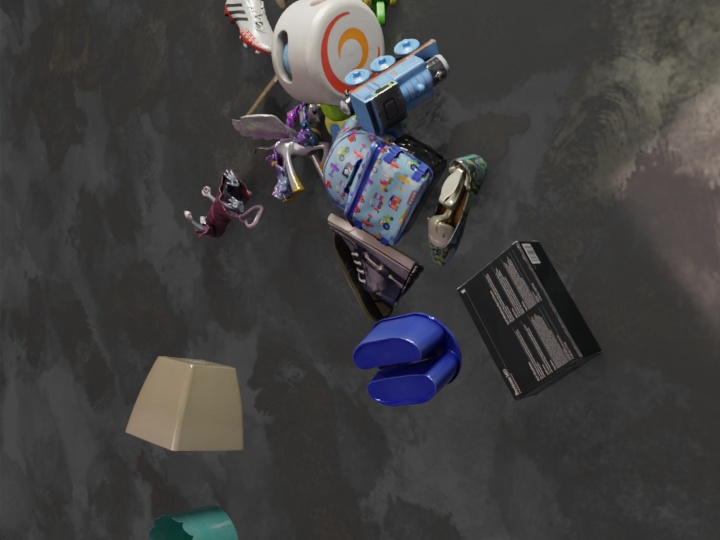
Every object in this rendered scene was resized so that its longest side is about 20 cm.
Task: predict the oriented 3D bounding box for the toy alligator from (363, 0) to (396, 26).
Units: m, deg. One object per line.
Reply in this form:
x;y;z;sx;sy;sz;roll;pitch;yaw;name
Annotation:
0.033;-0.539;1.464;0.054;0.058;0.205;-171;79;-83;toy alligator

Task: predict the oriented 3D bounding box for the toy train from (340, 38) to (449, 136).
0.062;-0.311;1.358;0.114;0.198;0.088;42;161;46;toy train

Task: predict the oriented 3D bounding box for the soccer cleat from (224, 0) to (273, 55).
-0.224;-0.527;1.699;0.201;0.068;0.086;55;130;32;soccer cleat

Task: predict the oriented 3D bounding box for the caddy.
0.083;0.152;1.419;0.198;0.105;0.144;-14;105;42;caddy

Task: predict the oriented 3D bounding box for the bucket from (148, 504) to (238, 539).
-0.381;0.647;1.866;0.205;0.133;0.212;3;94;44;bucket

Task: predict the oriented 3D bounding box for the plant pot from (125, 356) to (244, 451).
-0.380;0.293;1.818;0.198;0.198;0.181;6;86;43;plant pot

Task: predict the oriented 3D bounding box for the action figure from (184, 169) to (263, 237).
-0.302;-0.128;1.798;0.147;0.135;0.200;32;138;-9;action figure

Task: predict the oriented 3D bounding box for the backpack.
0.023;-0.164;1.395;0.198;0.135;0.184;35;119;7;backpack

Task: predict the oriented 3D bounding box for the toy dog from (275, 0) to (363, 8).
-0.087;-0.558;1.473;0.140;0.198;0.196;45;121;31;toy dog

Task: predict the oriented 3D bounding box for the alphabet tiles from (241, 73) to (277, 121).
-0.181;-0.371;1.625;0.006;0.168;0.200;36;128;-14;alphabet tiles

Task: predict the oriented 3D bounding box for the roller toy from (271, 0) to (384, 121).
-0.059;-0.389;1.434;0.138;0.182;0.202;16;73;46;roller toy

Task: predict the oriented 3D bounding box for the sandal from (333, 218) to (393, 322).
-0.001;0.001;1.512;0.057;0.078;0.205;140;112;-73;sandal

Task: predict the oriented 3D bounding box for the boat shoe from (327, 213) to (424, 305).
0.009;-0.018;1.452;0.198;0.075;0.094;32;97;14;boat shoe

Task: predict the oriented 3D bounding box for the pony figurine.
-0.137;-0.242;1.594;0.189;0.166;0.204;-13;79;11;pony figurine

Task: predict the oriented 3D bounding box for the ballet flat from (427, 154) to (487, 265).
0.147;-0.102;1.366;0.074;0.073;0.203;33;115;37;ballet flat

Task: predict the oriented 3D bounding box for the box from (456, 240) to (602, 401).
0.259;0.077;1.261;0.141;0.078;0.203;-40;66;34;box

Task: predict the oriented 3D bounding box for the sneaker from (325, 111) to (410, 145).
0.018;-0.246;1.490;0.198;0.075;0.107;13;116;46;sneaker
